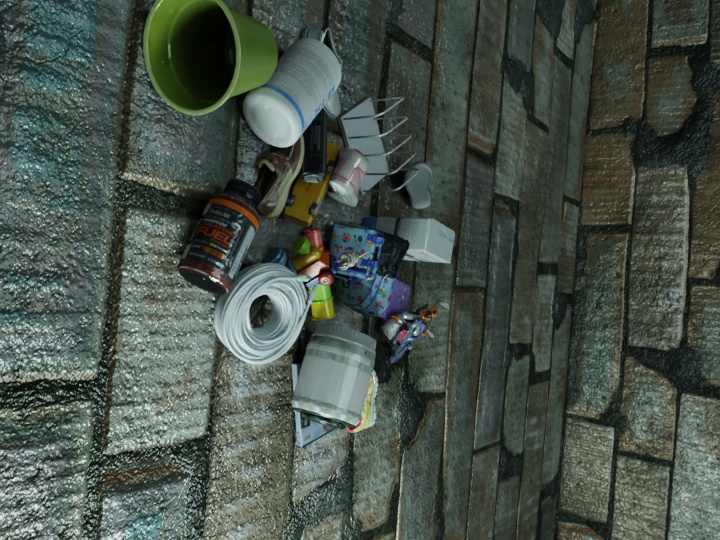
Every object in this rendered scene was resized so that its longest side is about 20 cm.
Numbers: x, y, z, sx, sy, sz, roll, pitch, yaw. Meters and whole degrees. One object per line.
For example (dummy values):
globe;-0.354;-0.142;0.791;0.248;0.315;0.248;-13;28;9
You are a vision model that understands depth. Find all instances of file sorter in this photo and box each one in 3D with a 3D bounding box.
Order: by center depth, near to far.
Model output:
file sorter;0.053;-0.307;1.584;0.139;0.123;0.203;-43;127;-42

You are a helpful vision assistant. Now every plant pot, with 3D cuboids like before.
plant pot;-0.240;-0.383;1.133;0.189;0.196;0.205;-31;119;-61

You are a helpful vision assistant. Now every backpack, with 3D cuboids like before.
backpack;0.000;0.000;1.509;0.133;0.181;0.204;10;97;-45

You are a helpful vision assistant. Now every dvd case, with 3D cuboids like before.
dvd case;-0.104;0.296;1.516;0.142;0.017;0.205;-15;105;-53

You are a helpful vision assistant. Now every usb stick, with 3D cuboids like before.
usb stick;-0.099;-0.270;1.383;0.033;0.054;0.203;98;-8;-57

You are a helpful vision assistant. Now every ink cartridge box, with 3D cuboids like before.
ink cartridge box;0.119;-0.077;1.635;0.144;0.197;0.086;20;77;-53

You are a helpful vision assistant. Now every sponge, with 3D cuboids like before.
sponge;0.066;0.072;1.722;0.199;0.029;0.114;27;73;-52

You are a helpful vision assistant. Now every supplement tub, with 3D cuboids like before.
supplement tub;-0.253;-0.067;1.196;0.107;0.105;0.203;44;58;-47
supplement tub;-0.136;-0.360;1.307;0.202;0.130;0.133;-58;136;-31

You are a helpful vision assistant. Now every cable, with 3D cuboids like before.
cable;-0.197;0.082;1.288;0.198;0.069;0.204;19;91;-43

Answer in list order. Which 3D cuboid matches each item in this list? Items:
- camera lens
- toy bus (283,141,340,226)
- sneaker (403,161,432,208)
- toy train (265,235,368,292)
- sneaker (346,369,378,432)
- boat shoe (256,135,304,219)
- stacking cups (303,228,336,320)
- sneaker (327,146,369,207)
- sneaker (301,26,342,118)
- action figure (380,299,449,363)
camera lens;-0.057;0.237;1.426;0.159;0.157;0.204;35;65;-50
toy bus;-0.105;-0.188;1.406;0.078;0.064;0.203;108;1;-70
sneaker;0.155;-0.250;1.748;0.201;0.077;0.081;79;7;-65
toy train;-0.095;-0.032;1.357;0.116;0.198;0.086;45;26;-36
sneaker;-0.007;0.314;1.606;0.090;0.077;0.205;-23;112;-48
boat shoe;-0.174;-0.210;1.324;0.072;0.071;0.204;32;74;-51
stacking cups;-0.095;0.009;1.462;0.060;0.060;0.205;-24;113;-50
sneaker;-0.022;-0.211;1.451;0.200;0.074;0.106;102;13;-83
sneaker;-0.075;-0.438;1.434;0.073;0.070;0.203;-45;128;-42
action figure;0.130;0.156;1.750;0.191;0.201;0.106;-6;54;-39
